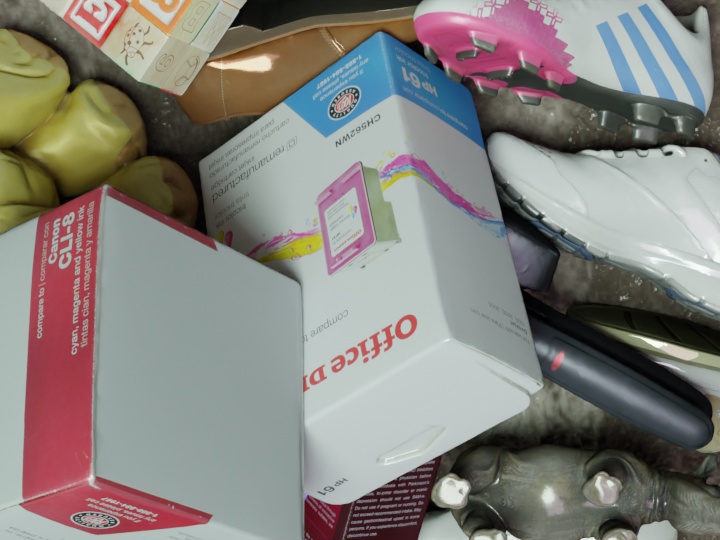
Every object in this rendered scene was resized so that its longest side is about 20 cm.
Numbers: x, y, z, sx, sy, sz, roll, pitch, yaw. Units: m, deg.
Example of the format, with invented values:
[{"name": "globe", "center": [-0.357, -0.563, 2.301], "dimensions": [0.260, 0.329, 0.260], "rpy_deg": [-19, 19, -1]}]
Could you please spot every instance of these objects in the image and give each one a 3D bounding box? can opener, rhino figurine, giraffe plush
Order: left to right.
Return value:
[{"name": "giraffe plush", "center": [-0.212, -0.010, 0.942], "dimensions": [0.173, 0.199, 0.162], "rpy_deg": [50, 132, 11]}, {"name": "can opener", "center": [0.110, 0.039, 0.940], "dimensions": [0.199, 0.063, 0.079], "rpy_deg": [35, 118, 5]}, {"name": "rhino figurine", "center": [0.140, 0.132, 0.976], "dimensions": [0.197, 0.087, 0.061], "rpy_deg": [1, 97, 4]}]

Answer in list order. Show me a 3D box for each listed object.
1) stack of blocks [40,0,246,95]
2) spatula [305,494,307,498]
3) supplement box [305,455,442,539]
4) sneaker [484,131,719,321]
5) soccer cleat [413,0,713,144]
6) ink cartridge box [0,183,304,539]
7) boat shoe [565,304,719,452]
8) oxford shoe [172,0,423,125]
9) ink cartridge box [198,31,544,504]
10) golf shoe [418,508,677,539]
[{"name": "stack of blocks", "center": [-0.089, -0.209, 0.883], "dimensions": [0.115, 0.059, 0.201], "rpy_deg": [39, 99, 15]}, {"name": "spatula", "center": [-0.104, 0.186, 0.993], "dimensions": [0.056, 0.021, 0.201], "rpy_deg": [39, 92, 23]}, {"name": "supplement box", "center": [-0.011, 0.120, 1.001], "dimensions": [0.060, 0.109, 0.202], "rpy_deg": [0, 115, -33]}, {"name": "sneaker", "center": [0.160, -0.039, 0.976], "dimensions": [0.198, 0.074, 0.088], "rpy_deg": [23, 90, -9]}, {"name": "soccer cleat", "center": [0.111, -0.131, 0.905], "dimensions": [0.198, 0.070, 0.087], "rpy_deg": [15, 79, -35]}, {"name": "ink cartridge box", "center": [-0.146, 0.076, 0.823], "dimensions": [0.199, 0.146, 0.145], "rpy_deg": [-21, 149, 33]}, {"name": "boat shoe", "center": [0.209, 0.075, 1.006], "dimensions": [0.198, 0.075, 0.069], "rpy_deg": [16, 105, -6]}, {"name": "oxford shoe", "center": [-0.014, -0.127, 0.940], "dimensions": [0.198, 0.072, 0.072], "rpy_deg": [-11, 121, 15]}, {"name": "ink cartridge box", "center": [0.000, 0.000, 0.892], "dimensions": [0.144, 0.202, 0.084], "rpy_deg": [-33, 141, 28]}, {"name": "golf shoe", "center": [0.101, 0.156, 1.050], "dimensions": [0.197, 0.075, 0.093], "rpy_deg": [7, 89, 0]}]
